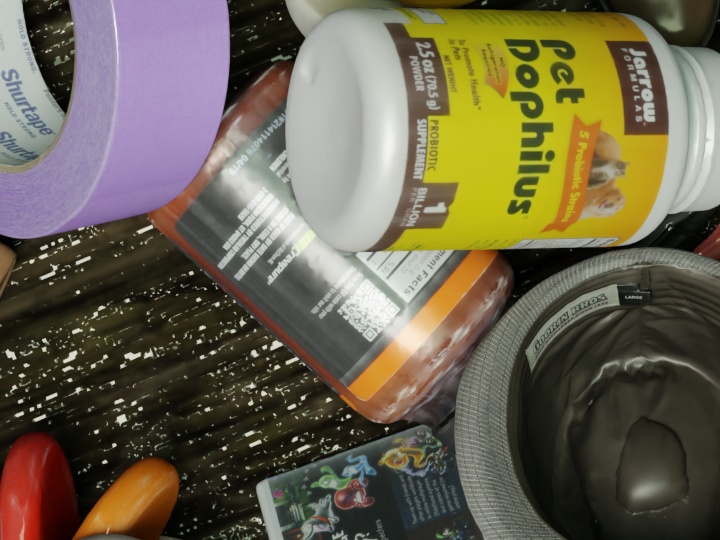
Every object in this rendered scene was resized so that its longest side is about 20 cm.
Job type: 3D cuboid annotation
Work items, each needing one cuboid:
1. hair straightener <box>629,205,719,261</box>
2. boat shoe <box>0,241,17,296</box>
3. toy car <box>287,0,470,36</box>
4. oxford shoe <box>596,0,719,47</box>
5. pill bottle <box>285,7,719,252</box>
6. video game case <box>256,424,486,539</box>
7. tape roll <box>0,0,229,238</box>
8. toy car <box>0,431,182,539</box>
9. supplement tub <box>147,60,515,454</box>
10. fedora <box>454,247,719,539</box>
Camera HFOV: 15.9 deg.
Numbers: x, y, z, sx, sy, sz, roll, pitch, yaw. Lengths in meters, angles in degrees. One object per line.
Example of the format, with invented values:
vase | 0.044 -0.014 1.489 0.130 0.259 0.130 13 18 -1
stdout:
hair straightener | 0.161 -0.042 1.261 0.077 0.041 0.200 46 113 30
boat shoe | -0.219 0.070 1.271 0.071 0.076 0.201 16 95 -3
toy car | -0.008 -0.211 1.216 0.199 0.175 0.150 27 52 0
oxford shoe | 0.135 -0.198 1.250 0.072 0.084 0.201 -12 95 -1
pill bottle | 0.074 -0.064 1.184 0.199 0.109 0.110 -2 94 -25
video game case | 0.055 0.150 1.233 0.181 0.200 0.023 -19 136 1
tape roll | -0.146 -0.119 1.198 0.065 0.200 0.201 -16 94 -39
toy car | -0.161 0.159 1.229 0.199 0.175 0.150 -29 81 2
supplement tub | 0.000 0.000 1.248 0.200 0.107 0.107 43 92 -1
fedora | 0.132 0.089 1.171 0.176 0.090 0.201 -9 53 0
